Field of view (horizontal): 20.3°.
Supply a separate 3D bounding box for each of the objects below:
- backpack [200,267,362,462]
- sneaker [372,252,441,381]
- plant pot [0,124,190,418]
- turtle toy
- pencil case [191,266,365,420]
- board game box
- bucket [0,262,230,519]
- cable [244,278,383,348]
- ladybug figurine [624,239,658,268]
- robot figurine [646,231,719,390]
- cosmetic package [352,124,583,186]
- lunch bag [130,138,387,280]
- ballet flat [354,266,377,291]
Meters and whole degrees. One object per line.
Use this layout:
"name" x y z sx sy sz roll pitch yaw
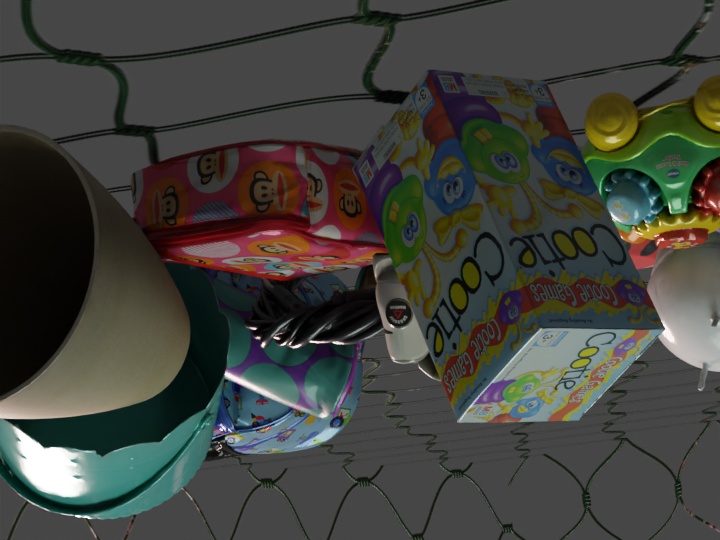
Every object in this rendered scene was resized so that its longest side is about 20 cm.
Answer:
"backpack" -0.104 0.075 1.768 0.198 0.184 0.134 -5 168 20
"sneaker" 0.064 0.034 1.439 0.074 0.089 0.199 -1 179 30
"plant pot" -0.203 0.025 1.355 0.186 0.189 0.200 -10 160 23
"turtle toy" 0.242 -0.070 1.408 0.198 0.102 0.146 -8 170 10
"pencil case" -0.096 0.047 1.661 0.198 0.093 0.085 21 -168 1
"board game box" 0.091 -0.015 1.282 0.102 0.201 0.105 2 142 -35
"bucket" -0.198 0.082 1.529 0.205 0.209 0.135 -4 147 -7
"cable" 0.000 0.000 1.569 0.198 0.051 0.163 -7 -149 31
"ladybug figurine" 0.190 -0.041 1.621 0.199 0.073 0.135 3 167 -39
"robot figurine" 0.282 -0.004 1.534 0.112 0.201 0.170 4 135 21
"cosmetic package" 0.096 -0.052 1.450 0.199 0.083 0.051 3 138 -38
"lunch bag" -0.073 -0.041 1.473 0.175 0.083 0.199 -7 170 34
"ballet flat" 0.041 0.010 1.706 0.072 0.068 0.200 10 -173 6
